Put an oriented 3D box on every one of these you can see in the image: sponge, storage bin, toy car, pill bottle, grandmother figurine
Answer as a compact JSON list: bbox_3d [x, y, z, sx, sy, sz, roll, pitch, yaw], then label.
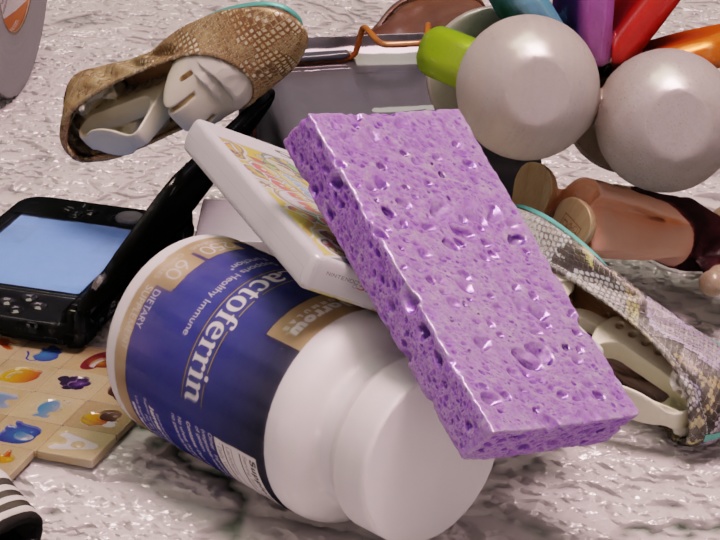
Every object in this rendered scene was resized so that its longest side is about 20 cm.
[{"bbox_3d":[0.049,0.003,1.264,0.112,0.030,0.200,-3,55,-44],"label":"sponge"},{"bbox_3d":[0.029,-0.074,1.625,0.200,0.146,0.134,-3,34,-9],"label":"storage bin"},{"bbox_3d":[0.137,-0.135,1.495,0.200,0.150,0.175,13,7,-8],"label":"toy car"},{"bbox_3d":[-0.030,0.062,1.316,0.116,0.116,0.200,-19,31,-39],"label":"pill bottle"},{"bbox_3d":[0.188,-0.024,1.543,0.200,0.061,0.121,4,40,-42],"label":"grandmother figurine"}]

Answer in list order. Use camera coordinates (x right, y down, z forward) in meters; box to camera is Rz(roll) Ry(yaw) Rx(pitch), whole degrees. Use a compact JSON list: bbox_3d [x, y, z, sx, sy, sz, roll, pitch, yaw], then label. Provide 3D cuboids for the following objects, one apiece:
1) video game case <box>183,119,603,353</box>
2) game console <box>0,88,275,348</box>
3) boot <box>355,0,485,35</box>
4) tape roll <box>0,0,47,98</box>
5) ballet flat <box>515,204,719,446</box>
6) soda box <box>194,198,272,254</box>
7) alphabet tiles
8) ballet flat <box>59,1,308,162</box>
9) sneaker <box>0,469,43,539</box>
[{"bbox_3d":[0.015,-0.014,1.364,0.182,0.023,0.200,18,16,-29],"label":"video game case"},{"bbox_3d":[-0.162,-0.043,1.546,0.176,0.116,0.200,8,22,14],"label":"game console"},{"bbox_3d":[0.060,-0.138,1.846,0.186,0.064,0.200,-25,29,-21],"label":"boot"},{"bbox_3d":[-0.284,-0.228,1.870,0.066,0.200,0.200,4,24,8],"label":"tape roll"},{"bbox_3d":[0.130,0.033,1.412,0.200,0.072,0.072,37,39,28],"label":"ballet flat"},{"bbox_3d":[0.000,0.000,1.525,0.200,0.063,0.068,2,23,1],"label":"soda box"},{"bbox_3d":[-0.220,0.072,1.423,0.200,0.006,0.166,8,24,17],"label":"alphabet tiles"},{"bbox_3d":[-0.112,-0.106,1.549,0.200,0.071,0.065,-20,41,43],"label":"ballet flat"},{"bbox_3d":[-0.240,0.130,1.198,0.200,0.076,0.115,-15,26,-38],"label":"sneaker"}]
